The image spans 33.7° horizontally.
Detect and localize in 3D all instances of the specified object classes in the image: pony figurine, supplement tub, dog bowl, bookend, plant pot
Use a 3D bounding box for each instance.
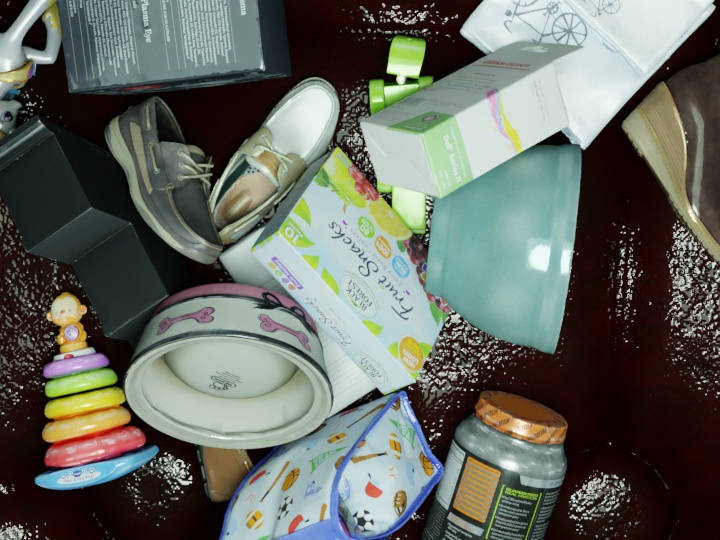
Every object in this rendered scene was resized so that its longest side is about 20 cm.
[{"bbox_3d":[-0.393,-0.222,1.186,0.191,0.167,0.202,19,85,-7],"label":"pony figurine"},{"bbox_3d":[0.138,0.235,1.228,0.121,0.123,0.202,18,100,1],"label":"supplement tub"},{"bbox_3d":[-0.123,0.090,1.136,0.197,0.074,0.201,0,142,0],"label":"dog bowl"},{"bbox_3d":[-0.256,-0.021,1.146,0.092,0.199,0.201,-32,77,8],"label":"bookend"},{"bbox_3d":[0.133,-0.029,1.150,0.132,0.200,0.203,8,100,6],"label":"plant pot"}]

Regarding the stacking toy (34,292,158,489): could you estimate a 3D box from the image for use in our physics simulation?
[{"bbox_3d":[-0.294,0.122,1.258,0.115,0.110,0.202,-12,88,8],"label":"stacking toy"}]

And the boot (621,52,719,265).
[{"bbox_3d":[0.375,-0.118,1.180,0.166,0.072,0.201,-33,92,10],"label":"boot"}]

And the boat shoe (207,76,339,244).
[{"bbox_3d":[-0.090,-0.108,1.213,0.074,0.068,0.201,36,100,-3],"label":"boat shoe"}]

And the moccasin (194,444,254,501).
[{"bbox_3d":[-0.147,0.142,1.257,0.077,0.074,0.204,-15,95,-8],"label":"moccasin"}]

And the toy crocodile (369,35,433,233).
[{"bbox_3d":[0.047,-0.136,1.210,0.067,0.062,0.203,-4,104,4],"label":"toy crocodile"}]

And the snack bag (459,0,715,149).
[{"bbox_3d":[0.223,-0.255,1.194,0.188,0.021,0.200,42,99,-4],"label":"snack bag"}]

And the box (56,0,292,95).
[{"bbox_3d":[-0.169,-0.228,1.132,0.180,0.200,0.105,-6,97,5],"label":"box"}]

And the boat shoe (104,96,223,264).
[{"bbox_3d":[-0.187,-0.096,1.179,0.073,0.074,0.201,-43,64,18],"label":"boat shoe"}]

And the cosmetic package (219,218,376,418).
[{"bbox_3d":[-0.047,0.037,1.232,0.101,0.071,0.201,-32,96,9],"label":"cosmetic package"}]

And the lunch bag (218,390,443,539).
[{"bbox_3d":[-0.034,0.229,1.175,0.169,0.200,0.125,-27,96,31],"label":"lunch bag"}]

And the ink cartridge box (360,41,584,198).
[{"bbox_3d":[0.114,-0.147,1.128,0.199,0.117,0.068,-30,115,-21],"label":"ink cartridge box"}]

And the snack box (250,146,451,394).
[{"bbox_3d":[0.000,0.000,1.169,0.200,0.143,0.053,47,136,-16],"label":"snack box"}]
